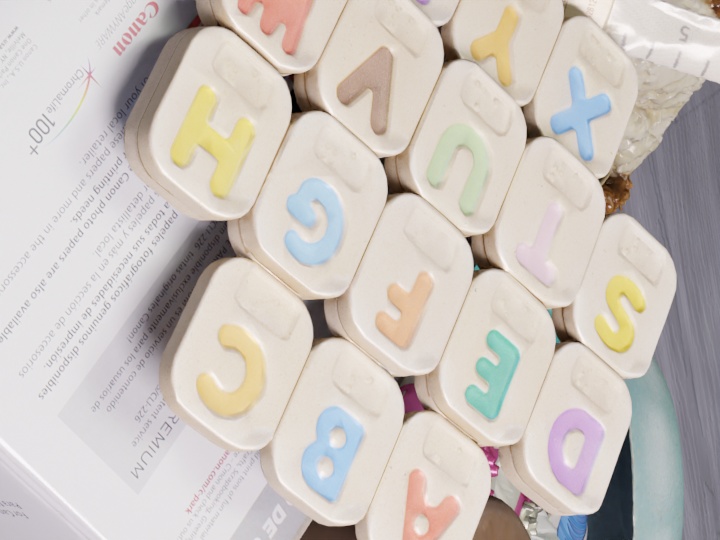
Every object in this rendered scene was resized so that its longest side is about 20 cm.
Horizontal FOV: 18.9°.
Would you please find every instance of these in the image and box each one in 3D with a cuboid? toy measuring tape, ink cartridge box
[{"bbox_3d":[0.067,-0.094,0.735,0.074,0.199,0.074,-167,-90,-75],"label":"toy measuring tape"},{"bbox_3d":[-0.064,-0.020,0.642,0.176,0.084,0.200,48,62,-26],"label":"ink cartridge box"}]

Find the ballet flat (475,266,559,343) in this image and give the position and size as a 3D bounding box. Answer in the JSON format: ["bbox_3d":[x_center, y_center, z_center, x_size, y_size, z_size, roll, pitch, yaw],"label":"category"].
[{"bbox_3d":[0.061,-0.017,0.924,0.200,0.068,0.069,54,42,-77],"label":"ballet flat"}]

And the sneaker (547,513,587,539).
[{"bbox_3d":[0.078,0.129,1.086,0.089,0.078,0.201,66,33,-66],"label":"sneaker"}]

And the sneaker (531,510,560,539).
[{"bbox_3d":[0.049,0.156,0.935,0.100,0.075,0.200,53,31,15],"label":"sneaker"}]

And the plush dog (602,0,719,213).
[{"bbox_3d":[0.139,-0.123,1.167,0.172,0.160,0.201,96,3,-71],"label":"plush dog"}]

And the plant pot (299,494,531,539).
[{"bbox_3d":[-0.034,0.127,0.710,0.200,0.174,0.201,-4,90,-65],"label":"plant pot"}]

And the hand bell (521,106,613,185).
[{"bbox_3d":[0.000,0.000,0.818,0.104,0.200,0.104,21,40,-18],"label":"hand bell"}]

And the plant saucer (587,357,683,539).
[{"bbox_3d":[0.135,0.108,1.119,0.201,0.039,0.202,178,-90,-85],"label":"plant saucer"}]

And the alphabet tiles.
[{"bbox_3d":[0.021,-0.016,0.640,0.200,0.015,0.196,40,60,-30],"label":"alphabet tiles"}]

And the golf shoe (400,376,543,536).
[{"bbox_3d":[0.018,0.073,0.839,0.200,0.091,0.076,38,65,-73],"label":"golf shoe"}]
